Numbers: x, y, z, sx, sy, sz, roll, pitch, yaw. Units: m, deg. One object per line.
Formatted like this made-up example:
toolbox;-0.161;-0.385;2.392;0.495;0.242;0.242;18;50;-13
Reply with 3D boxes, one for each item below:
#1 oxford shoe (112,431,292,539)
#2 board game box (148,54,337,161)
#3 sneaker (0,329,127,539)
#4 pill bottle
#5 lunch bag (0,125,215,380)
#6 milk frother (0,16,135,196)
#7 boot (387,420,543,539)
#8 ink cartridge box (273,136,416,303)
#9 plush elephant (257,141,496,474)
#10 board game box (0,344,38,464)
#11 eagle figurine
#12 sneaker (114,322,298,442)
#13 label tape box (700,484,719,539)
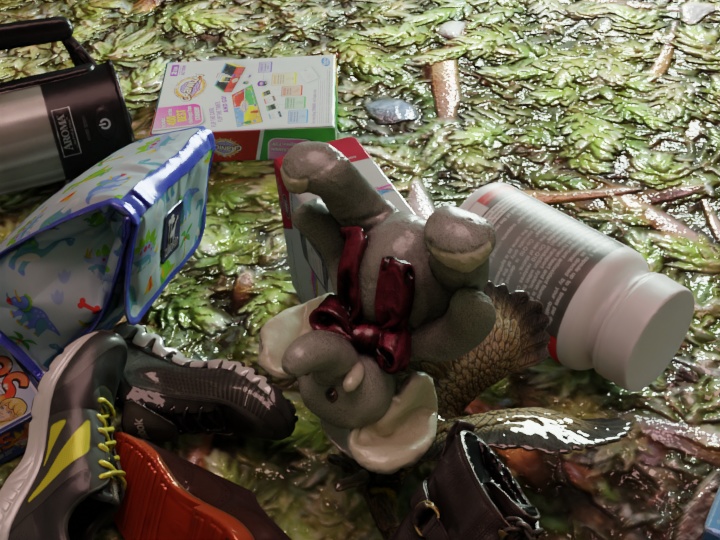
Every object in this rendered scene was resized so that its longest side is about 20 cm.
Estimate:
oxford shoe;-0.126;0.181;0.848;0.073;0.071;0.200;5;18;-46
board game box;-0.126;-0.183;1.265;0.200;0.040;0.153;-2;41;2
sneaker;-0.207;0.143;0.849;0.085;0.074;0.200;10;69;20
pill bottle;0.172;0.014;0.965;0.114;0.114;0.200;-34;50;-30
lunch bag;-0.213;-0.027;0.952;0.127;0.200;0.170;42;32;-9
milk frother;-0.353;-0.170;1.218;0.188;0.181;0.200;-15;-1;-13
boot;0.052;0.211;0.704;0.069;0.174;0.200;23;26;-34
ink cartridge box;0.000;0.000;0.957;0.086;0.148;0.200;-15;37;-13
plush elephant;0.003;0.036;0.753;0.165;0.200;0.155;30;78;28
board game box;-0.360;0.100;0.963;0.135;0.034;0.200;-28;47;-26
eagle figurine;0.076;0.107;0.842;0.200;0.152;0.151;-36;5;8
sneaker;-0.146;0.110;0.918;0.200;0.067;0.091;18;48;28
label tape box;0.343;0.161;0.824;0.143;0.066;0.200;18;43;23
